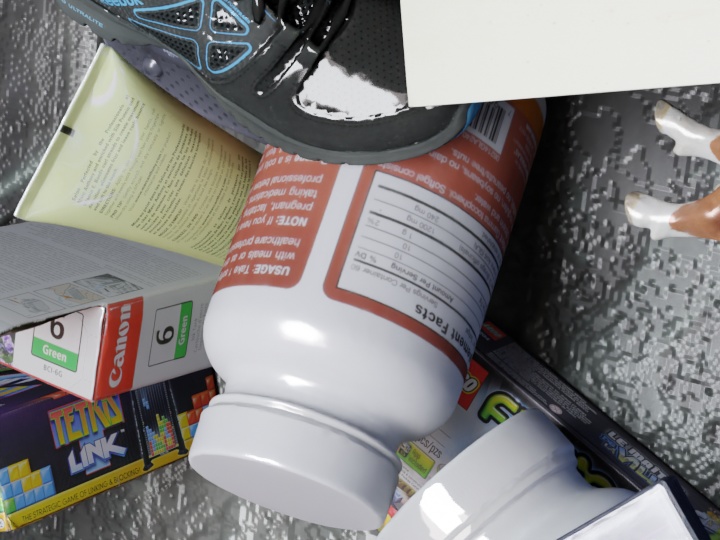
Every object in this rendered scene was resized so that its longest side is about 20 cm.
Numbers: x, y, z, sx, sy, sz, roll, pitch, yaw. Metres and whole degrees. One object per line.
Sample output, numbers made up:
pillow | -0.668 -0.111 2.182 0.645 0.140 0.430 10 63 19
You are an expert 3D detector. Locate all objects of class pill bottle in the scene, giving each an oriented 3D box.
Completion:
pill bottle | 0.101 0.161 0.752 0.200 0.116 0.117 49 121 16
pill bottle | 0.000 0.000 0.783 0.112 0.112 0.201 7 67 33

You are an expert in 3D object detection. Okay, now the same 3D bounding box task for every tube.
tube | -0.072 -0.037 0.822 0.052 0.200 0.058 -17 71 25

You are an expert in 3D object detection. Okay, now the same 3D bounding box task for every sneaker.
sneaker | -0.045 -0.105 0.726 0.199 0.082 0.073 24 68 14

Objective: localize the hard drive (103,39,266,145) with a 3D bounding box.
hard drive | -0.077 -0.142 0.839 0.134 0.042 0.201 25 153 26

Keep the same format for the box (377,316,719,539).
box | 0.095 0.124 0.841 0.200 0.035 0.110 40 118 22

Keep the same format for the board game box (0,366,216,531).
board game box | -0.197 0.087 0.952 0.199 0.165 0.057 -8 95 34

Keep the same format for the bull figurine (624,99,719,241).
bull figurine | 0.143 -0.104 0.672 0.121 0.065 0.202 -10 91 38

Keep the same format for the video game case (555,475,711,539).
video game case | 0.104 0.196 0.678 0.143 0.019 0.201 -34 79 24

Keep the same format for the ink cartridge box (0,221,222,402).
ink cartridge box | -0.141 0.018 0.879 0.108 0.200 0.051 19 109 30

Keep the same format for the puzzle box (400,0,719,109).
puzzle box | 0.102 -0.128 0.637 0.199 0.025 0.134 -1 95 31
